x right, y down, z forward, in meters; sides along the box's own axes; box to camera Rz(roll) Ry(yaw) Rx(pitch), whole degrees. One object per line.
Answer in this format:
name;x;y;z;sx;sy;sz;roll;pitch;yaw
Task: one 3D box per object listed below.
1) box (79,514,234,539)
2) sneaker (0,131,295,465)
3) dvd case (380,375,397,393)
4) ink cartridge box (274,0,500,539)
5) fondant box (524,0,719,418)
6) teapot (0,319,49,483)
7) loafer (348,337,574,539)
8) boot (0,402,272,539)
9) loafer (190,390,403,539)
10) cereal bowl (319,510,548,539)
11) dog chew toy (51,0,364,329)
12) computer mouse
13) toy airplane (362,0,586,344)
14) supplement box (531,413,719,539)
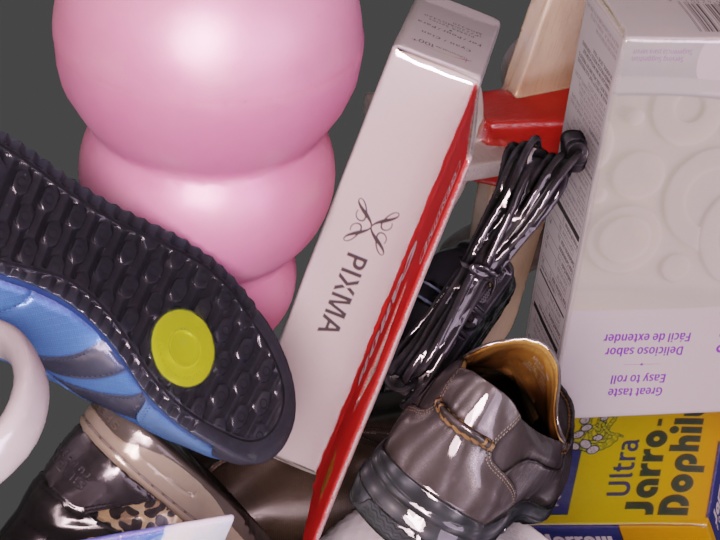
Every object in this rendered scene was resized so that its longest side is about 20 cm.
box;-0.117;0.185;0.679;0.121;0.048;0.201;-4;130;-46
sneaker;-0.113;0.013;0.708;0.199;0.078;0.066;36;56;-25
dvd case;0.034;0.146;0.997;0.150;0.025;0.202;10;94;-50
ink cartridge box;0.000;0.000;0.778;0.176;0.044;0.201;-72;-177;-66
fondant box;0.163;-0.029;0.856;0.143;0.058;0.202;-1;123;-13
teapot;-0.212;0.113;0.608;0.196;0.145;0.202;0;101;-49
loafer;0.061;0.062;0.758;0.073;0.073;0.200;-57;172;16
boot;-0.096;0.162;0.780;0.150;0.073;0.200;-43;126;-7
loafer;-0.009;0.100;0.876;0.199;0.071;0.074;-15;114;-30
cereal bowl;0.069;0.169;0.795;0.083;0.200;0.201;-43;133;-10
dog chew toy;-0.063;-0.052;0.752;0.124;0.124;0.202;-28;135;-40
computer mouse;0.051;-0.007;0.836;0.141;0.046;0.200;-56;173;2
toy airplane;0.093;-0.076;0.929;0.199;0.142;0.199;-34;124;10
supplement box;0.181;0.170;1.085;0.109;0.109;0.201;-70;146;-41
